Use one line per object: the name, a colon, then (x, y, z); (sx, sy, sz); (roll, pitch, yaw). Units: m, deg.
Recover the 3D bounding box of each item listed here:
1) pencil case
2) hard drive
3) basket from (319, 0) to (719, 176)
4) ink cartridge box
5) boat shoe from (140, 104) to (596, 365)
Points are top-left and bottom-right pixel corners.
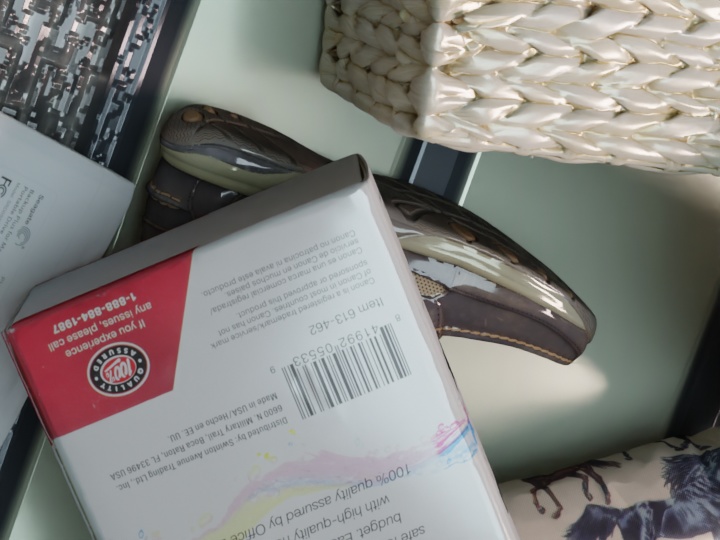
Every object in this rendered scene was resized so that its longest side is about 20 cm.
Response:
pencil case: (0.084, 0.124, 1.067); (0.199, 0.090, 0.078); (-12, 69, -19)
hard drive: (-0.185, -0.012, 0.922); (0.200, 0.026, 0.132); (28, 90, -46)
basket: (0.090, -0.112, 0.992); (0.199, 0.136, 0.124); (6, 103, -22)
ink cartridge box: (-0.027, 0.079, 0.942); (0.145, 0.083, 0.201); (-22, 100, 2)
boat shoe: (0.000, 0.000, 1.019); (0.199, 0.075, 0.074); (23, 102, -15)
